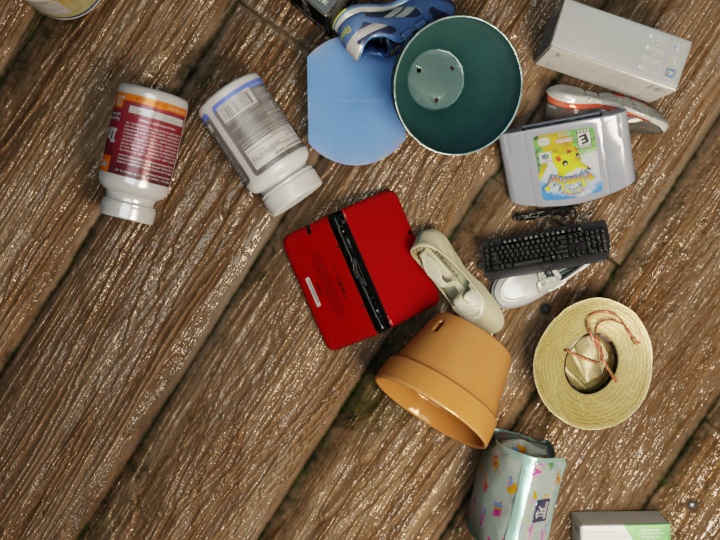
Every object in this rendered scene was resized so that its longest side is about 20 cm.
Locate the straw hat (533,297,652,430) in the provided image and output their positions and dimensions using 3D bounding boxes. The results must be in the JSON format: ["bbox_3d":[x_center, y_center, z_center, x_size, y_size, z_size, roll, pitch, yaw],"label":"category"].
[{"bbox_3d":[0.357,0.145,1.644,0.198,0.085,0.204,0,88,-4],"label":"straw hat"}]

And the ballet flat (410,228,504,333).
[{"bbox_3d":[0.149,0.026,1.648,0.069,0.069,0.201,-39,90,2],"label":"ballet flat"}]

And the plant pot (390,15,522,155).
[{"bbox_3d":[0.132,-0.286,1.597,0.197,0.135,0.203,-3,105,-11],"label":"plant pot"}]

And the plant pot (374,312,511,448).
[{"bbox_3d":[0.140,0.160,1.604,0.199,0.200,0.141,34,76,0],"label":"plant pot"}]

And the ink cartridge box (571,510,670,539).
[{"bbox_3d":[0.412,0.490,1.656,0.144,0.084,0.203,-2,93,1],"label":"ink cartridge box"}]

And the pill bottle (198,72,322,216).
[{"bbox_3d":[-0.152,-0.193,1.625,0.113,0.114,0.201,-33,92,2],"label":"pill bottle"}]

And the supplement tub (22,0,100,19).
[{"bbox_3d":[-0.470,-0.467,1.576,0.142,0.200,0.147,0,92,1],"label":"supplement tub"}]

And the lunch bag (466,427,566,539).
[{"bbox_3d":[0.236,0.344,1.596,0.120,0.200,0.173,14,91,1],"label":"lunch bag"}]

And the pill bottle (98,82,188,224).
[{"bbox_3d":[-0.342,-0.179,1.628,0.111,0.113,0.203,13,92,0],"label":"pill bottle"}]

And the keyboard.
[{"bbox_3d":[0.285,-0.053,1.635,0.197,0.021,0.128,-10,51,11],"label":"keyboard"}]

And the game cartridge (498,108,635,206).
[{"bbox_3d":[0.321,-0.169,1.626,0.197,0.041,0.135,-9,116,13],"label":"game cartridge"}]

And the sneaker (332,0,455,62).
[{"bbox_3d":[0.059,-0.369,1.614,0.197,0.074,0.083,-15,67,-14],"label":"sneaker"}]

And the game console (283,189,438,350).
[{"bbox_3d":[0.000,0.000,1.678,0.171,0.118,0.202,-23,91,33],"label":"game console"}]

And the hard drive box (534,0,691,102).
[{"bbox_3d":[0.378,-0.330,1.592,0.197,0.156,0.078,18,92,-1],"label":"hard drive box"}]

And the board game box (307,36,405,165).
[{"bbox_3d":[-0.008,-0.267,1.658,0.156,0.039,0.203,-1,92,-8],"label":"board game box"}]

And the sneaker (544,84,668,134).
[{"bbox_3d":[0.381,-0.233,1.648,0.197,0.077,0.083,14,115,4],"label":"sneaker"}]

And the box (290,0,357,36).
[{"bbox_3d":[-0.019,-0.473,1.588,0.086,0.164,0.201,39,93,-1],"label":"box"}]

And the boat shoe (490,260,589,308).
[{"bbox_3d":[0.294,-0.007,1.648,0.199,0.067,0.074,-34,91,2],"label":"boat shoe"}]
